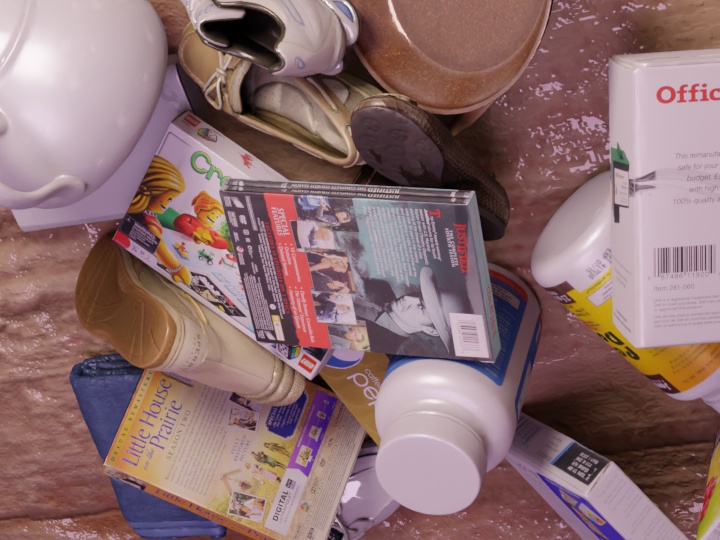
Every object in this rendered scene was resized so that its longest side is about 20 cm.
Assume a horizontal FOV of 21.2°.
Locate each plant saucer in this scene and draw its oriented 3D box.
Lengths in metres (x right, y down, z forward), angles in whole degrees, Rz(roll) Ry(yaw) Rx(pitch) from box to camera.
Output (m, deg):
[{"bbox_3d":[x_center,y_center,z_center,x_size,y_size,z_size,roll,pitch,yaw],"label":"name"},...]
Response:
[{"bbox_3d":[0.064,-0.210,1.337,0.200,0.037,0.201,11,107,41],"label":"plant saucer"}]

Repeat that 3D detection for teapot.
[{"bbox_3d":[-0.248,-0.148,1.415,0.146,0.198,0.200,29,175,-37],"label":"teapot"}]

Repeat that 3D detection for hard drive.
[{"bbox_3d":[-0.212,-0.101,1.564,0.199,0.026,0.132,-7,124,23],"label":"hard drive"}]

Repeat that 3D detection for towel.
[{"bbox_3d":[-0.186,0.159,1.740,0.111,0.049,0.201,-3,126,20],"label":"towel"}]

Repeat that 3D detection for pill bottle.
[{"bbox_3d":[0.073,0.092,1.507,0.112,0.200,0.113,9,129,11],"label":"pill bottle"},{"bbox_3d":[0.233,0.023,1.463,0.200,0.109,0.109,40,128,-13],"label":"pill bottle"}]

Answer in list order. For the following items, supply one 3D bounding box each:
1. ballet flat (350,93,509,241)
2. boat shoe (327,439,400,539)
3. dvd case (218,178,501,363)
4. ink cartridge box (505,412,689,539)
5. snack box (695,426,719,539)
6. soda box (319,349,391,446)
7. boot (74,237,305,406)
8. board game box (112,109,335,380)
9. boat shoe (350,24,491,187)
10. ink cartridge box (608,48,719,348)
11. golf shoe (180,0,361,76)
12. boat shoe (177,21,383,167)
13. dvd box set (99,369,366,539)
[{"bbox_3d":[0.055,-0.081,1.388,0.067,0.047,0.200,-2,155,33],"label":"ballet flat"},{"bbox_3d":[-0.021,0.224,1.725,0.073,0.067,0.200,38,128,-13],"label":"boat shoe"},{"bbox_3d":[0.000,0.000,1.436,0.199,0.022,0.147,4,127,24],"label":"dvd case"},{"bbox_3d":[0.213,0.211,1.577,0.043,0.198,0.200,-45,110,-8],"label":"ink cartridge box"},{"bbox_3d":[0.334,0.118,1.482,0.053,0.142,0.200,27,130,-3],"label":"snack box"},{"bbox_3d":[0.007,0.067,1.597,0.068,0.064,0.200,-24,116,31],"label":"soda box"},{"bbox_3d":[-0.142,0.045,1.597,0.155,0.200,0.073,20,98,-34],"label":"boot"},{"bbox_3d":[-0.087,-0.019,1.514,0.200,0.035,0.126,34,123,6],"label":"board game box"},{"bbox_3d":[0.037,-0.114,1.447,0.070,0.071,0.200,30,121,-16],"label":"boat shoe"},{"bbox_3d":[0.252,-0.055,1.347,0.145,0.084,0.201,-4,103,-6],"label":"ink cartridge box"},{"bbox_3d":[-0.098,-0.202,1.382,0.200,0.097,0.079,30,124,23],"label":"golf shoe"},{"bbox_3d":[-0.065,-0.134,1.432,0.200,0.063,0.073,33,123,23],"label":"boat shoe"},{"bbox_3d":[-0.103,0.145,1.634,0.199,0.147,0.029,24,153,-7],"label":"dvd box set"}]
